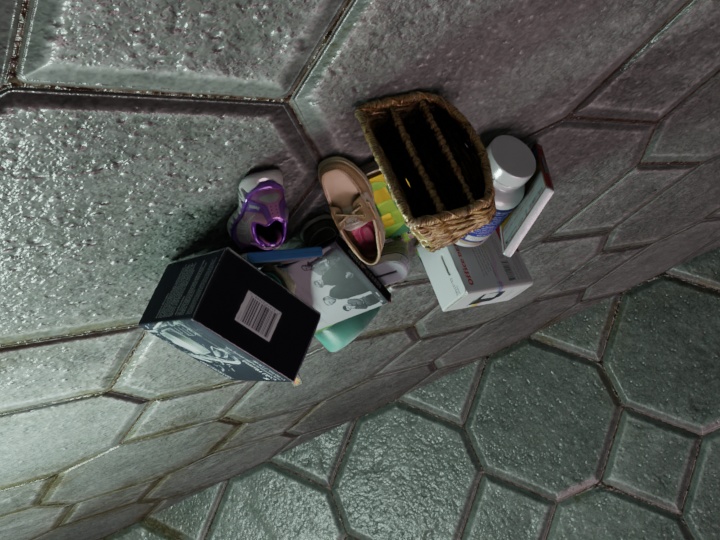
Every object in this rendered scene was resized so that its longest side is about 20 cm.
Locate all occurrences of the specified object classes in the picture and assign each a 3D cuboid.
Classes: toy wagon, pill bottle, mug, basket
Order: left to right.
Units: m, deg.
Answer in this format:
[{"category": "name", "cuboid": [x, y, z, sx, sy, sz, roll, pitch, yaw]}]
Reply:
[{"category": "mug", "cuboid": [-0.059, 0.083, 1.461, 0.184, 0.115, 0.152, -38, -168, 21]}, {"category": "toy wagon", "cuboid": [0.053, -0.105, 1.178, 0.153, 0.040, 0.201, -20, 137, 13]}, {"category": "basket", "cuboid": [0.104, -0.151, 0.977, 0.141, 0.203, 0.149, -26, 160, 10]}, {"category": "pill bottle", "cuboid": [0.224, -0.142, 1.259, 0.118, 0.121, 0.200, -12, 156, -29]}]

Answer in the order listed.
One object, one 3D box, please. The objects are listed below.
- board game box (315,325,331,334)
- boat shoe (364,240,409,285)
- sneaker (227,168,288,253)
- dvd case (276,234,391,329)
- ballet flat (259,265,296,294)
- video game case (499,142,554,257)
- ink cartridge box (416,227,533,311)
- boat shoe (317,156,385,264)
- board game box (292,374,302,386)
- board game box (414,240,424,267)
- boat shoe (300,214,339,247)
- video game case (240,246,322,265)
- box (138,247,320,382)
[{"category": "board game box", "cuboid": [-0.075, 0.049, 1.373, 0.198, 0.136, 0.029, -29, 140, 14]}, {"category": "boat shoe", "cuboid": [0.000, 0.000, 1.244, 0.197, 0.063, 0.073, -12, 128, 25]}, {"category": "sneaker", "cuboid": [-0.151, -0.064, 1.071, 0.079, 0.090, 0.201, -17, 160, -22]}, {"category": "dvd case", "cuboid": [-0.065, 0.029, 1.230, 0.198, 0.025, 0.151, -23, 121, 38]}, {"category": "ballet flat", "cuboid": [-0.137, 0.044, 1.208, 0.063, 0.067, 0.202, -56, 162, -35]}, {"category": "video game case", "cuboid": [0.293, -0.131, 1.265, 0.017, 0.201, 0.144, 24, 121, -8]}, {"category": "ink cartridge box", "cuboid": [0.226, -0.012, 1.391, 0.197, 0.148, 0.083, -6, 156, -38]}, {"category": "boat shoe", "cuboid": [-0.008, -0.089, 1.101, 0.073, 0.070, 0.201, -18, 134, 16]}, {"category": "board game box", "cuboid": [-0.170, 0.120, 1.337, 0.023, 0.105, 0.202, -27, 122, -6]}, {"category": "board game box", "cuboid": [0.216, -0.094, 1.468, 0.163, 0.057, 0.201, -19, 159, -18]}, {"category": "boat shoe", "cuboid": [-0.066, -0.036, 1.278, 0.071, 0.061, 0.202, -20, 160, -9]}, {"category": "video game case", "cuboid": [-0.175, -0.014, 1.155, 0.141, 0.018, 0.198, -8, 178, -40]}, {"category": "box", "cuboid": [-0.205, 0.077, 1.100, 0.199, 0.126, 0.195, 37, 154, -30]}]
